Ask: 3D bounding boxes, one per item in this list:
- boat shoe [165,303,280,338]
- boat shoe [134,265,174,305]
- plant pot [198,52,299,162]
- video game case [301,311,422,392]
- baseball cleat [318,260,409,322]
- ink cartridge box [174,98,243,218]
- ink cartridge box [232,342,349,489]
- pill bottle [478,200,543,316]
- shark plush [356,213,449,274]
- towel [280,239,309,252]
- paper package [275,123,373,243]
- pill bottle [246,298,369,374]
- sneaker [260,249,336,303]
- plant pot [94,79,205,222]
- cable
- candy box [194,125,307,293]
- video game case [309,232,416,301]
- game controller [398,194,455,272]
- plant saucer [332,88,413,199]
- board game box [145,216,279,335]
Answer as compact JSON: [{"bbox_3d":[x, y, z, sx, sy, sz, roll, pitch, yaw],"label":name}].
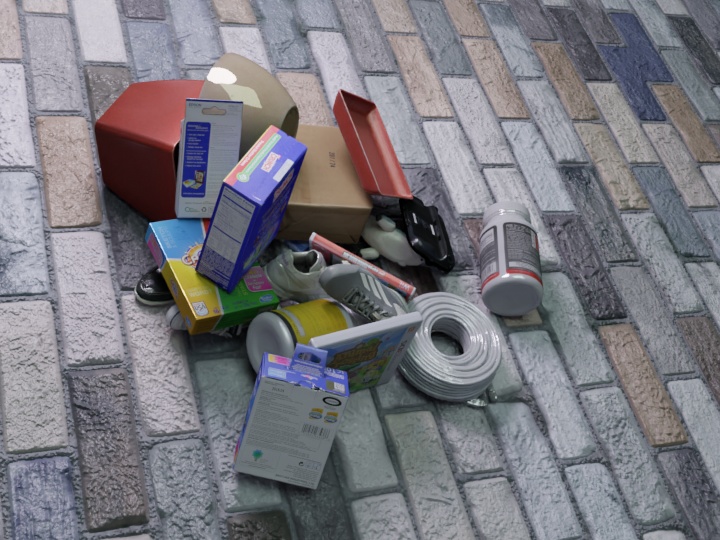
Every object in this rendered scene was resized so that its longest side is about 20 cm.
[{"bbox_3d":[-0.218,0.074,1.612,0.197,0.071,0.070,-9,54,-35],"label":"boat shoe"},{"bbox_3d":[-0.285,-0.005,1.644,0.197,0.067,0.075,-18,61,-32],"label":"boat shoe"},{"bbox_3d":[-0.181,-0.253,1.676,0.132,0.202,0.202,17,47,12],"label":"plant pot"},{"bbox_3d":[-0.013,0.145,1.558,0.197,0.183,0.022,-12,57,-29],"label":"video game case"},{"bbox_3d":[0.020,0.055,1.597,0.198,0.070,0.107,23,30,-39],"label":"baseball cleat"},{"bbox_3d":[-0.244,-0.181,1.584,0.093,0.203,0.037,-1,29,-21],"label":"ink cartridge box"},{"bbox_3d":[-0.098,0.210,1.456,0.134,0.203,0.077,15,24,-11],"label":"ink cartridge box"},{"bbox_3d":[0.281,-0.026,1.854,0.114,0.117,0.203,13,50,-12],"label":"pill bottle"},{"bbox_3d":[0.082,-0.055,1.835,0.196,0.092,0.083,16,19,-3],"label":"shark plush"},{"bbox_3d":[-0.134,-0.127,1.830,0.200,0.024,0.146,44,52,14],"label":"towel"},{"bbox_3d":[-0.086,-0.161,1.792,0.187,0.104,0.203,2,54,-19],"label":"paper package"},{"bbox_3d":[-0.080,0.108,1.597,0.198,0.113,0.113,-12,58,-45],"label":"pill bottle"},{"bbox_3d":[-0.073,0.021,1.664,0.198,0.099,0.076,20,39,-41],"label":"sneaker"},{"bbox_3d":[-0.347,-0.216,1.712,0.173,0.202,0.201,18,47,12],"label":"plant pot"},{"bbox_3d":[0.148,0.131,1.709,0.196,0.070,0.203,7,52,-16],"label":"cable"},{"bbox_3d":[-0.170,-0.094,1.531,0.076,0.201,0.170,30,43,3],"label":"candy box"},{"bbox_3d":[0.000,0.000,1.714,0.198,0.143,0.018,28,81,2],"label":"video game case"},{"bbox_3d":[0.121,-0.073,1.834,0.103,0.042,0.201,23,28,-19],"label":"game controller"},{"bbox_3d":[0.018,-0.218,1.789,0.203,0.036,0.199,68,19,6],"label":"plant saucer"},{"bbox_3d":[-0.240,0.000,1.585,0.151,0.041,0.201,-12,57,-34],"label":"board game box"}]
